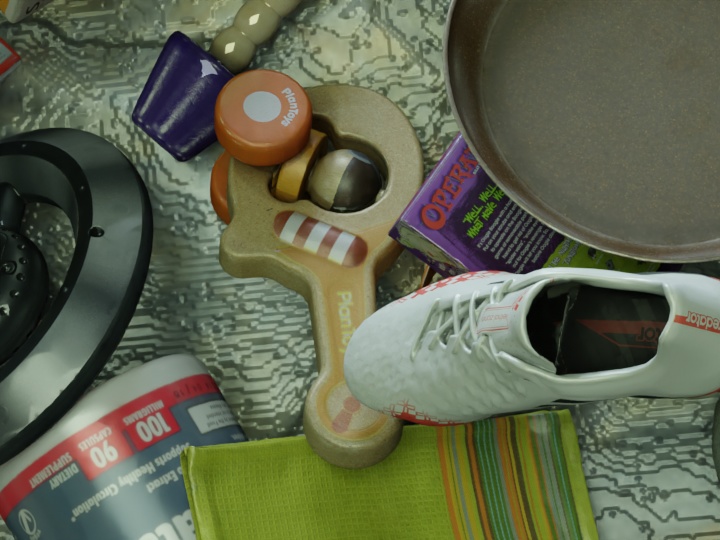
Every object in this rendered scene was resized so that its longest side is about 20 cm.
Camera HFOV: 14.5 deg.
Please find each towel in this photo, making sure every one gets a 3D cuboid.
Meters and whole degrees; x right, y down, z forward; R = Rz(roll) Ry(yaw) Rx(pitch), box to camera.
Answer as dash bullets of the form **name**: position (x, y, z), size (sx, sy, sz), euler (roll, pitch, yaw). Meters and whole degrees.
- **towel**: position (0.018, 0.111, 1.294), size (0.199, 0.018, 0.087), euler (-4, 67, -26)

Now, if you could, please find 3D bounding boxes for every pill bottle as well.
- **pill bottle**: position (-0.077, 0.152, 1.312), size (0.119, 0.120, 0.201), euler (-32, 80, 3)

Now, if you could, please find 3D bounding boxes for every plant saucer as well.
- **plant saucer**: position (0.136, -0.088, 1.276), size (0.199, 0.032, 0.202), euler (1, 64, -1)

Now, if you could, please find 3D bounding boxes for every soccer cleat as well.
- **soccer cleat**: position (0.070, 0.028, 1.197), size (0.199, 0.085, 0.069), euler (-3, 77, 32)

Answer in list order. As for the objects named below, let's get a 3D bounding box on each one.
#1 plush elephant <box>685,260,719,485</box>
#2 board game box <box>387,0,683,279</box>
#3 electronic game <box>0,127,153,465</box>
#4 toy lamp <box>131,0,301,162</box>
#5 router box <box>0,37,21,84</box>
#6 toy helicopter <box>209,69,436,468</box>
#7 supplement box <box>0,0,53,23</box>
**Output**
- **plush elephant**: position (0.217, 0.042, 1.262), size (0.165, 0.155, 0.200), euler (-42, 80, 2)
- **board game box**: position (0.115, -0.059, 1.309), size (0.120, 0.032, 0.200), euler (39, 68, -5)
- **electronic game**: position (-0.181, 0.017, 1.336), size (0.199, 0.042, 0.201), euler (-22, 45, 24)
- **toy lamp**: position (-0.035, -0.138, 1.374), size (0.058, 0.058, 0.200), euler (42, 89, 11)
- **router box**: position (-0.292, -0.090, 1.352), size (0.179, 0.049, 0.200), euler (43, 113, -5)
- **toy helicopter**: position (0.000, 0.000, 1.318), size (0.131, 0.079, 0.201), euler (-2, 59, -7)
- **supplement box**: position (-0.119, -0.225, 1.340), size (0.200, 0.074, 0.126), euler (-35, 81, -28)
